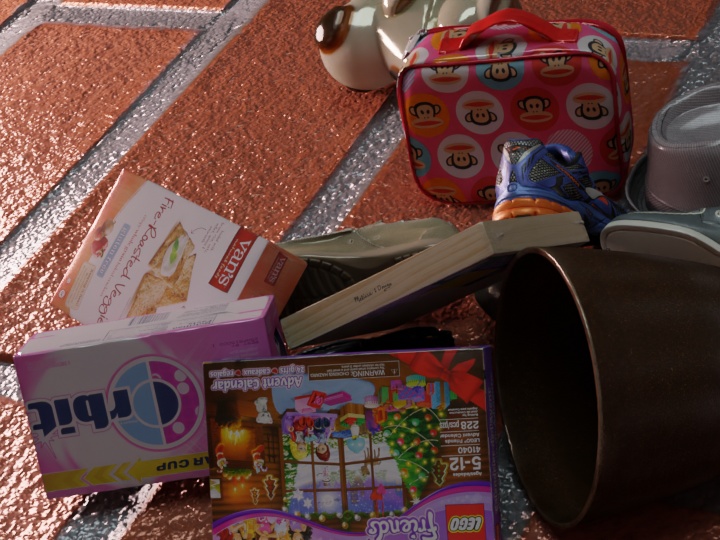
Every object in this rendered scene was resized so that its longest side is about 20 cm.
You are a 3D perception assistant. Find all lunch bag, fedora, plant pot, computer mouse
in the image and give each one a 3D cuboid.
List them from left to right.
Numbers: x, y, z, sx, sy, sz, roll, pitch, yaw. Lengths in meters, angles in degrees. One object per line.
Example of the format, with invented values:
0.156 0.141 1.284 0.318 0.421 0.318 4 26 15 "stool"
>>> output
0.015 0.103 1.133 0.138 0.053 0.200 -13 36 0 "computer mouse"
0.133 -0.147 1.323 0.200 0.176 0.082 0 38 18 "lunch bag"
0.216 0.067 1.029 0.200 0.187 0.187 -6 34 -14 "plant pot"
0.320 -0.098 1.269 0.200 0.090 0.177 3 39 21 "fedora"

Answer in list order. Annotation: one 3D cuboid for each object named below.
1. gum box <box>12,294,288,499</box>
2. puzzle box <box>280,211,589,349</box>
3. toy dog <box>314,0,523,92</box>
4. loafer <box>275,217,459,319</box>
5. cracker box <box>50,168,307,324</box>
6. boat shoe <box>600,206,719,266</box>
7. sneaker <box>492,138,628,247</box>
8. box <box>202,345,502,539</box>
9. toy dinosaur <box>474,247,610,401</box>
-0.143 0.093 1.132 0.200 0.114 0.066 -9 13 6 "gum box"
0.054 0.007 1.119 0.200 0.025 0.133 -26 -11 36 "puzzle box"
0.056 -0.217 1.502 0.200 0.140 0.194 14 81 30 "toy dog"
0.000 0.000 1.261 0.200 0.076 0.068 -5 27 16 "loafer"
-0.153 0.011 1.252 0.200 0.058 0.134 25 86 41 "cracker box"
0.285 -0.017 1.161 0.200 0.073 0.062 11 49 21 "boat shoe"
0.166 -0.061 1.214 0.075 0.079 0.200 -6 -8 26 "sneaker"
-0.006 0.124 1.046 0.200 0.137 0.039 -4 -1 13 "box"
0.138 0.019 1.187 0.102 0.077 0.200 -19 38 -30 "toy dinosaur"
